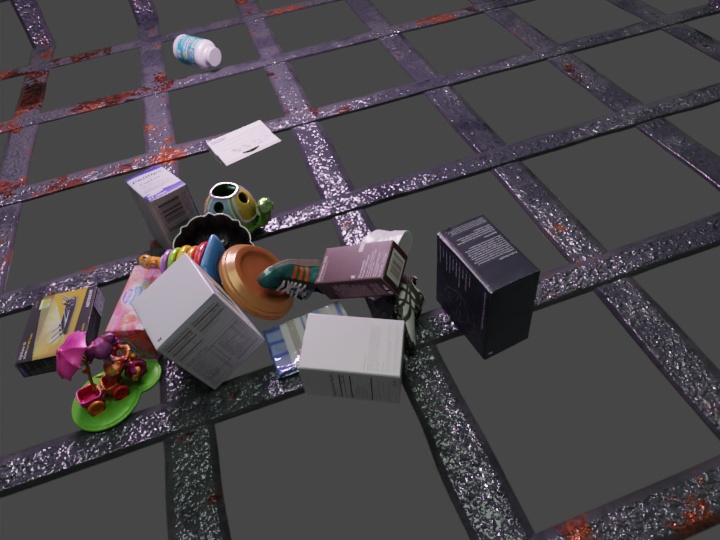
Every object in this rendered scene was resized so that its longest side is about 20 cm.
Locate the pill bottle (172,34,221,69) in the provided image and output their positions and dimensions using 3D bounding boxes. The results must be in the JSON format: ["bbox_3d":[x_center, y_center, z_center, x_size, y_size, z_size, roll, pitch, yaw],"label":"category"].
[{"bbox_3d":[-0.652,-0.875,2.267,0.196,0.113,0.111,22,51,27],"label":"pill bottle"}]

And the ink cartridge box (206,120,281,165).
[{"bbox_3d":[-0.367,-0.393,1.796,0.197,0.046,0.176,-28,48,-18],"label":"ink cartridge box"}]

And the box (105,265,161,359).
[{"bbox_3d":[-0.490,0.092,1.292,0.091,0.104,0.204,-2,46,5],"label":"box"}]

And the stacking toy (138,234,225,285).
[{"bbox_3d":[-0.410,-0.013,1.272,0.193,0.118,0.112,4,53,6],"label":"stacking toy"}]

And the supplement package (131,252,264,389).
[{"bbox_3d":[-0.329,0.107,1.158,0.150,0.201,0.151,-43,52,-7],"label":"supplement package"}]

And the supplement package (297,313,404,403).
[{"bbox_3d":[-0.013,0.174,1.113,0.193,0.121,0.124,4,55,7],"label":"supplement package"}]

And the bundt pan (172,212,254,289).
[{"bbox_3d":[-0.356,-0.033,1.378,0.195,0.076,0.208,4,70,-9],"label":"bundt pan"}]

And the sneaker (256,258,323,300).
[{"bbox_3d":[-0.145,0.025,1.278,0.197,0.071,0.081,-8,63,-51],"label":"sneaker"}]

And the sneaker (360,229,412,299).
[{"bbox_3d":[0.036,-0.018,1.362,0.113,0.075,0.202,8,51,39],"label":"sneaker"}]

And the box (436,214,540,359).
[{"bbox_3d":[0.256,0.033,1.174,0.121,0.204,0.198,-20,46,-14],"label":"box"}]

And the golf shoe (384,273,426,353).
[{"bbox_3d":[0.108,0.084,1.235,0.091,0.079,0.204,-2,53,-13],"label":"golf shoe"}]

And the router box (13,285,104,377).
[{"bbox_3d":[-0.693,0.138,1.311,0.152,0.053,0.203,-12,45,-4],"label":"router box"}]

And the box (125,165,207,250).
[{"bbox_3d":[-0.494,-0.148,1.452,0.104,0.188,0.198,-33,40,-24],"label":"box"}]

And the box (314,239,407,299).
[{"bbox_3d":[0.000,0.000,1.257,0.196,0.075,0.102,-7,54,39],"label":"box"}]

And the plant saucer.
[{"bbox_3d":[-0.228,0.018,1.285,0.037,0.197,0.203,-42,29,31],"label":"plant saucer"}]

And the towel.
[{"bbox_3d":[-0.107,0.147,1.240,0.195,0.024,0.148,-20,45,-11],"label":"towel"}]

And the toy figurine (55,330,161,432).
[{"bbox_3d":[-0.522,0.194,1.137,0.197,0.187,0.150,-30,48,-22],"label":"toy figurine"}]

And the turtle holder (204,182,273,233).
[{"bbox_3d":[-0.331,-0.153,1.491,0.182,0.134,0.141,25,52,30],"label":"turtle holder"}]
